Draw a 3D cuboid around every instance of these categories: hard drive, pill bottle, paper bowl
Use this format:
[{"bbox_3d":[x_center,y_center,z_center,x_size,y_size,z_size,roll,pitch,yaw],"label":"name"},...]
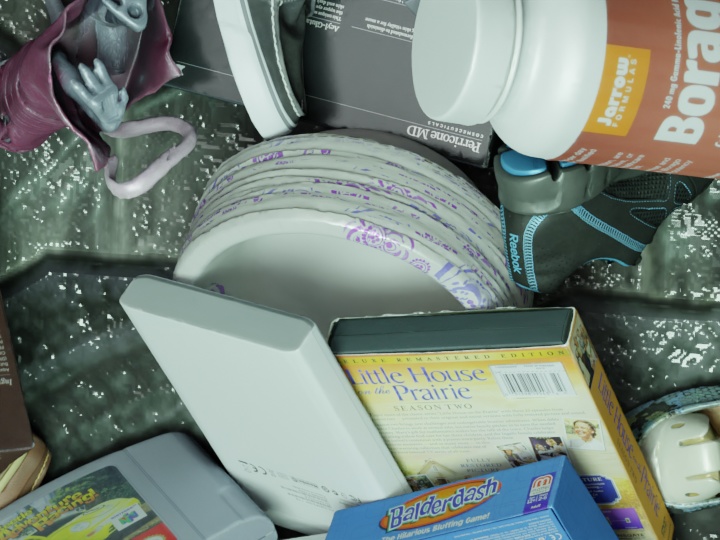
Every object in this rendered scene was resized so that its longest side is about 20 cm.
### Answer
[{"bbox_3d":[-0.043,0.087,1.635,0.131,0.200,0.027,14,58,37],"label":"hard drive"},{"bbox_3d":[0.133,-0.109,1.505,0.199,0.112,0.113,5,96,-22],"label":"pill bottle"},{"bbox_3d":[0.000,0.000,1.642,0.199,0.201,0.105,7,51,13],"label":"paper bowl"}]

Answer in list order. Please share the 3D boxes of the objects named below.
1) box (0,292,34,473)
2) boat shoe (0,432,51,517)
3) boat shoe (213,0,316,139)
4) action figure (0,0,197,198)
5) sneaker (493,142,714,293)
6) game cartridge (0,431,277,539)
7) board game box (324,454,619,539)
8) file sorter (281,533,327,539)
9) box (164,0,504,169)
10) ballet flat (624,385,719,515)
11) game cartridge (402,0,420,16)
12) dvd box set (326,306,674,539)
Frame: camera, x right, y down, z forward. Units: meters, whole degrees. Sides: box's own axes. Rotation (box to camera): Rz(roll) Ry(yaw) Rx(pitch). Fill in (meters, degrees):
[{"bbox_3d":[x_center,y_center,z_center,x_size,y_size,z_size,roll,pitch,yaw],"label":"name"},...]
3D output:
[{"bbox_3d":[-0.263,0.028,1.707,0.100,0.075,0.201,-33,68,49],"label":"box"},{"bbox_3d":[-0.241,0.187,1.765,0.067,0.072,0.201,30,92,-24],"label":"boat shoe"},{"bbox_3d":[-0.047,-0.176,1.612,0.066,0.070,0.201,-12,80,12],"label":"boat shoe"},{"bbox_3d":[-0.172,-0.109,1.689,0.149,0.134,0.200,56,146,-6],"label":"action figure"},{"bbox_3d":[0.149,-0.051,1.611,0.073,0.199,0.082,27,127,45],"label":"sneaker"},{"bbox_3d":[-0.161,0.168,1.684,0.199,0.133,0.041,-29,120,-16],"label":"game cartridge"},{"bbox_3d":[0.091,0.202,1.625,0.151,0.045,0.200,-15,123,28],"label":"board game box"},{"bbox_3d":[-0.091,0.255,1.675,0.199,0.125,0.139,-10,120,13],"label":"file sorter"},{"bbox_3d":[0.001,-0.150,1.673,0.199,0.079,0.142,15,94,12],"label":"box"},{"bbox_3d":[0.220,0.098,1.644,0.199,0.074,0.075,-14,90,14],"label":"ballet flat"},{"bbox_3d":[0.125,-0.174,1.539,0.199,0.130,0.039,-25,59,19],"label":"game cartridge"},{"bbox_3d":[0.080,0.096,1.618,0.145,0.200,0.030,-4,48,24],"label":"dvd box set"}]
